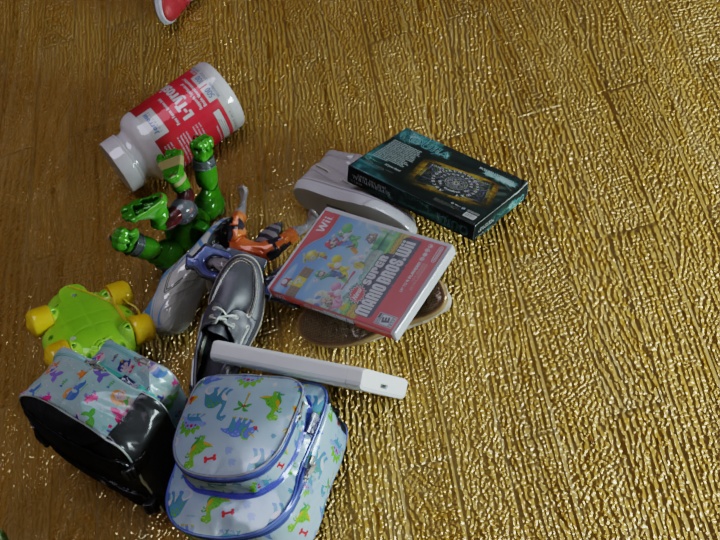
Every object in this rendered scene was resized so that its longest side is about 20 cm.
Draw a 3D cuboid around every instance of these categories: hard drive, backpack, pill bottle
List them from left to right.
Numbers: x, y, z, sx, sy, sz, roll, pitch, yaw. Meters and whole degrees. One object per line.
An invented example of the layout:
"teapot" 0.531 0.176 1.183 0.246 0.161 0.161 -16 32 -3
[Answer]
"backpack" -0.296 0.175 1.460 0.199 0.178 0.151 15 57 27
"pill bottle" -0.278 -0.207 1.812 0.200 0.113 0.112 -37 49 -12
"backpack" -0.127 0.219 1.384 0.182 0.147 0.201 0 55 23
"hard drive" -0.060 0.117 1.457 0.199 0.132 0.027 9 84 26

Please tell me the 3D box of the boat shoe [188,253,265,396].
"boat shoe" -0.164 0.075 1.523 0.072 0.063 0.202 16 82 -1

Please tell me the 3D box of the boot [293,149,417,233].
"boot" 0.009 -0.108 1.653 0.199 0.074 0.096 23 63 30

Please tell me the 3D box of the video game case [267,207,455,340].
"video game case" 0.000 0.000 1.526 0.199 0.017 0.143 18 60 33

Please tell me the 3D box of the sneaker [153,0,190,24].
"sneaker" -0.270 -0.492 2.071 0.112 0.071 0.201 -2 50 23

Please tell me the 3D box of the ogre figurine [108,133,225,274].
"ogre figurine" -0.252 -0.078 1.692 0.097 0.120 0.201 -1 50 25

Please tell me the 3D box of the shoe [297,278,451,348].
"shoe" 0.019 0.055 1.535 0.198 0.053 0.071 -12 80 16

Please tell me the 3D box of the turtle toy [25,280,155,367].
"turtle toy" -0.356 0.083 1.608 0.145 0.102 0.200 -18 42 -24

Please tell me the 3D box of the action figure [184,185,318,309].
"action figure" -0.122 0.003 1.621 0.199 0.105 0.194 25 66 1

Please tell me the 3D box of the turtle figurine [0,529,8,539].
"turtle figurine" -0.511 0.341 1.427 0.193 0.144 0.201 -25 51 -6

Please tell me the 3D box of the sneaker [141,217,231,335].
"sneaker" -0.224 0.002 1.652 0.072 0.072 0.201 9 52 37

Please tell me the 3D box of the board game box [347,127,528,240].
"board game box" 0.101 -0.116 1.608 0.199 0.028 0.135 28 42 27
